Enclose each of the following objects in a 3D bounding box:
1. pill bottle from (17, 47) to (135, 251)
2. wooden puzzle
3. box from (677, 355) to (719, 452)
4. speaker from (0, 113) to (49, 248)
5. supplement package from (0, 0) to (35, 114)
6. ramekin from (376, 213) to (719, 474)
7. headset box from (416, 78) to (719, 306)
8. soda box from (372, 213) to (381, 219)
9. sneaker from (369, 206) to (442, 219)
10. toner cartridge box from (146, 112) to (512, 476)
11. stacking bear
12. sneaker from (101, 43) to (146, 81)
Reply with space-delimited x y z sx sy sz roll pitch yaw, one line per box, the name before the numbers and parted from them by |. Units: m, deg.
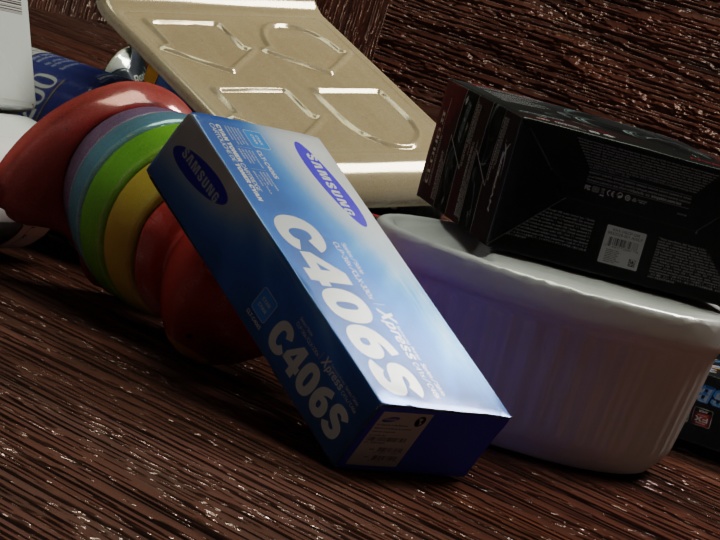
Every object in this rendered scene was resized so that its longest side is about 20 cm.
pill bottle | -0.213 -0.083 1.737 0.199 0.111 0.111 19 7 23
wooden puzzle | -0.048 -0.101 1.699 0.185 0.046 0.200 -4 44 -46
box | 0.228 0.080 1.705 0.198 0.050 0.200 20 7 27
speaker | -0.239 -0.052 1.548 0.081 0.082 0.200 18 7 19
supplement package | -0.317 -0.157 1.640 0.199 0.153 0.150 -10 -8 31
ramekin | 0.093 0.041 1.515 0.201 0.095 0.202 16 7 -2
headset box | 0.125 -0.047 1.578 0.148 0.078 0.200 14 8 -13
soda box | 0.000 0.000 1.724 0.199 0.071 0.063 15 8 -3
sneaker | -0.036 -0.082 1.777 0.199 0.080 0.074 21 -31 4
toner cartridge box | -0.017 0.010 1.351 0.095 0.043 0.200 10 37 -48
stacking bear | -0.093 -0.016 1.488 0.121 0.114 0.200 41 0 -37
sneaker | -0.137 -0.083 1.831 0.198 0.130 0.079 16 7 2
